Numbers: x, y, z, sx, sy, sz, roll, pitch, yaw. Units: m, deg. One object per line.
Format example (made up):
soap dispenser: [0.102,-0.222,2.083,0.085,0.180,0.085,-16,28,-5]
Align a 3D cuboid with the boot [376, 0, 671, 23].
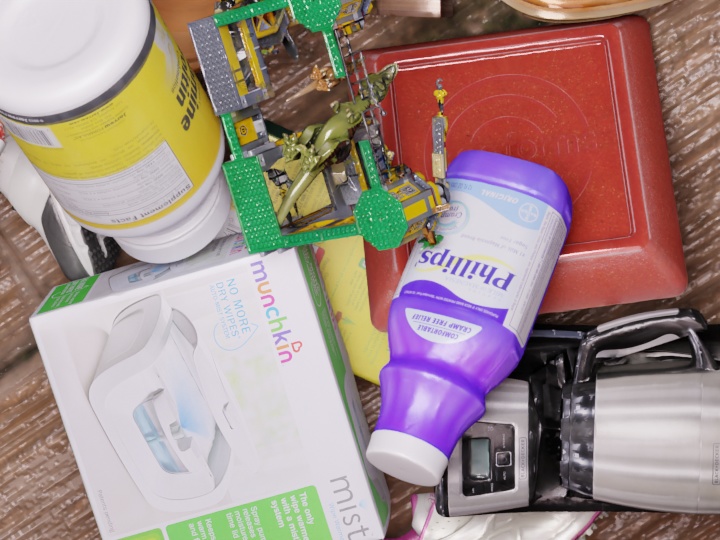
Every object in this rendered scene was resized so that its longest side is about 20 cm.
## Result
boot: [0.104,-0.236,1.609,0.199,0.077,0.156,3,97,11]

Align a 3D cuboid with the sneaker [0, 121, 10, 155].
sneaker: [-0.219,-0.104,1.572,0.201,0.067,0.108,4,92,-35]

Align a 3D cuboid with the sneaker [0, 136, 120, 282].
sneaker: [-0.222,-0.079,1.658,0.080,0.074,0.200,-23,95,20]

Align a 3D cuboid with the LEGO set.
LEGO set: [-0.009,-0.102,1.513,0.154,0.116,0.200,-21,94,39]

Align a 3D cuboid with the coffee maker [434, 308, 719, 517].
coffee maker: [0.146,0.098,1.603,0.199,0.192,0.135,1,82,7]

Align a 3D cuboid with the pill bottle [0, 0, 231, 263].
pill bottle: [-0.146,-0.089,1.510,0.112,0.200,0.112,-9,57,14]

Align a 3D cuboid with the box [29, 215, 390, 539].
box: [-0.091,0.088,1.613,0.176,0.097,0.201,-15,101,7]

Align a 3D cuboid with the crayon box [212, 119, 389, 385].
crayon box: [0.000,0.000,1.665,0.200,0.051,0.127,24,102,-2]

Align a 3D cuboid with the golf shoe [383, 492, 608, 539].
golf shoe: [0.086,0.168,1.685,0.200,0.075,0.092,-38,94,8]

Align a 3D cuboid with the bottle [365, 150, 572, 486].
bottle: [0.059,0.028,1.505,0.083,0.065,0.200,15,69,22]

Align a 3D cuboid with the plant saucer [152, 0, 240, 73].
plant saucer: [-0.126,-0.221,1.577,0.200,0.037,0.201,4,82,-30]

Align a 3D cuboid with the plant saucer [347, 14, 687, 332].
plant saucer: [0.095,-0.070,1.600,0.199,0.037,0.201,-7,65,4]
